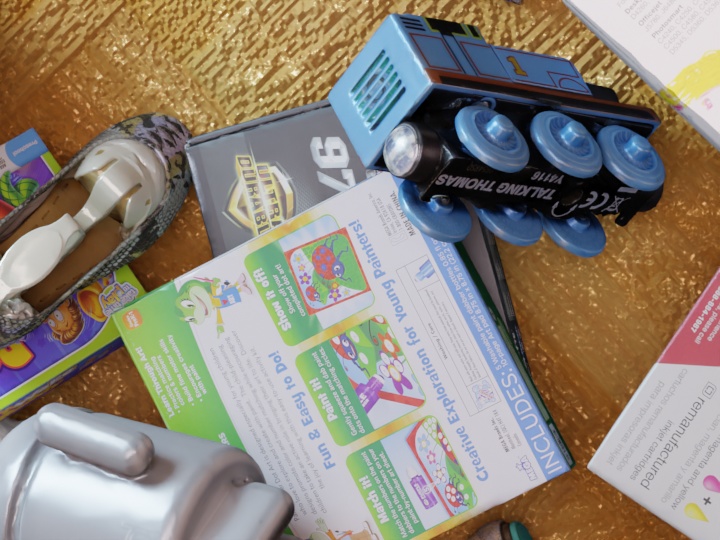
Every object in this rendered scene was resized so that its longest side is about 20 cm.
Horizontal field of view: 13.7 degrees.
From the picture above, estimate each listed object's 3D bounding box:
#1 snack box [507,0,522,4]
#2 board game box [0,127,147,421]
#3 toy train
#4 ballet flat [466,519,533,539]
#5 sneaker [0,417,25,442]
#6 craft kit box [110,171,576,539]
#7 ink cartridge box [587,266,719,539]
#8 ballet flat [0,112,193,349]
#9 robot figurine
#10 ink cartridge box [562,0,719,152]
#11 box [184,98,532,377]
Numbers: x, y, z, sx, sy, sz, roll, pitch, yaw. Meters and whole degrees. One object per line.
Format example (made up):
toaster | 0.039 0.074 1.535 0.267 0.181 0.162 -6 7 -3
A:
snack box | 0.092 -0.260 1.726 0.072 0.024 0.200 20 93 10
board game box | -0.236 0.025 1.723 0.200 0.045 0.134 -33 84 -25
toy train | 0.082 -0.075 1.653 0.087 0.200 0.114 -50 52 33
ballet flat | 0.101 0.239 1.691 0.067 0.068 0.200 -29 63 10
sneaker | -0.194 0.121 1.759 0.081 0.075 0.200 -43 86 -6
craft kit box | -0.010 0.067 1.688 0.197 0.049 0.200 -27 88 8
ink cartridge box | 0.250 0.102 1.639 0.200 0.145 0.145 34 95 7
ballet flat | -0.159 -0.026 1.703 0.072 0.072 0.200 43 64 7
robot figurine | -0.129 0.139 1.645 0.200 0.113 0.170 12 135 28
ink cartridge box | 0.235 -0.130 1.641 0.200 0.147 0.146 43 97 7
box | 0.000 0.000 1.731 0.159 0.046 0.200 -15 88 10
